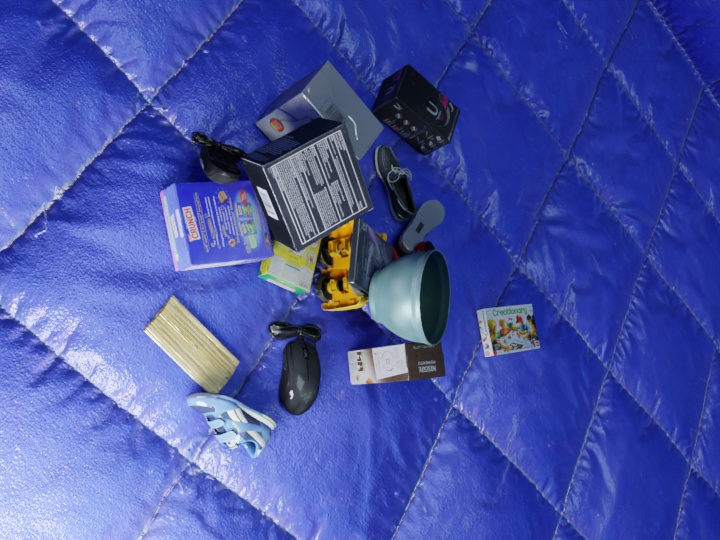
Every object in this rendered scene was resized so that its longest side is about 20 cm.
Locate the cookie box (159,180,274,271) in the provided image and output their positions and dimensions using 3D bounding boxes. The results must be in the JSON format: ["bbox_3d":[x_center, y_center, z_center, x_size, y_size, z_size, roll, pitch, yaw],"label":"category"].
[{"bbox_3d":[-0.293,-0.095,1.591,0.199,0.075,0.172,-7,82,-40],"label":"cookie box"}]

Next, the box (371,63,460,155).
[{"bbox_3d":[0.147,-0.415,2.013,0.200,0.106,0.123,34,59,-27],"label":"box"}]

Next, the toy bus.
[{"bbox_3d":[0.000,0.000,1.781,0.192,0.135,0.201,17,69,-51],"label":"toy bus"}]

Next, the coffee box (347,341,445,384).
[{"bbox_3d":[0.078,0.207,1.723,0.114,0.200,0.080,0,81,-38],"label":"coffee box"}]

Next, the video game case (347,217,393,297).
[{"bbox_3d":[0.026,-0.012,1.680,0.200,0.019,0.144,37,54,-59],"label":"video game case"}]

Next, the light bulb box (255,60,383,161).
[{"bbox_3d":[-0.093,-0.325,1.734,0.198,0.200,0.125,47,55,-19],"label":"light bulb box"}]

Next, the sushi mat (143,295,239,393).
[{"bbox_3d":[-0.331,0.152,1.533,0.200,0.012,0.096,49,52,-18],"label":"sushi mat"}]

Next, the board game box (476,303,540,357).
[{"bbox_3d":[0.405,0.161,2.109,0.199,0.035,0.127,-3,80,-39],"label":"board game box"}]

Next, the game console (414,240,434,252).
[{"bbox_3d":[0.163,0.047,1.908,0.177,0.031,0.201,52,49,-46],"label":"game console"}]

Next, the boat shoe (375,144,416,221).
[{"bbox_3d":[0.091,-0.225,1.945,0.075,0.062,0.201,-9,83,-38],"label":"boat shoe"}]

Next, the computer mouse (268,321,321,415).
[{"bbox_3d":[-0.129,0.207,1.656,0.138,0.053,0.201,9,72,-38],"label":"computer mouse"}]

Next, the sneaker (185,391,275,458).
[{"bbox_3d":[-0.257,0.299,1.516,0.200,0.074,0.083,33,61,-26],"label":"sneaker"}]

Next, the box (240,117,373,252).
[{"bbox_3d":[-0.107,-0.178,1.588,0.198,0.123,0.201,-30,119,-20],"label":"box"}]

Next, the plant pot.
[{"bbox_3d":[0.099,0.055,1.651,0.200,0.133,0.202,2,90,-65],"label":"plant pot"}]

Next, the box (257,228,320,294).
[{"bbox_3d":[-0.149,-0.060,1.718,0.117,0.048,0.201,26,65,-31],"label":"box"}]

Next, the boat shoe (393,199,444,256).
[{"bbox_3d":[0.145,-0.109,1.961,0.069,0.057,0.200,47,52,-7],"label":"boat shoe"}]

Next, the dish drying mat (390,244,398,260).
[{"bbox_3d":[0.093,-0.004,1.822,0.200,0.018,0.077,-97,164,-73],"label":"dish drying mat"}]

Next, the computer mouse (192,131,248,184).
[{"bbox_3d":[-0.274,-0.214,1.606,0.140,0.046,0.200,17,23,-35],"label":"computer mouse"}]
